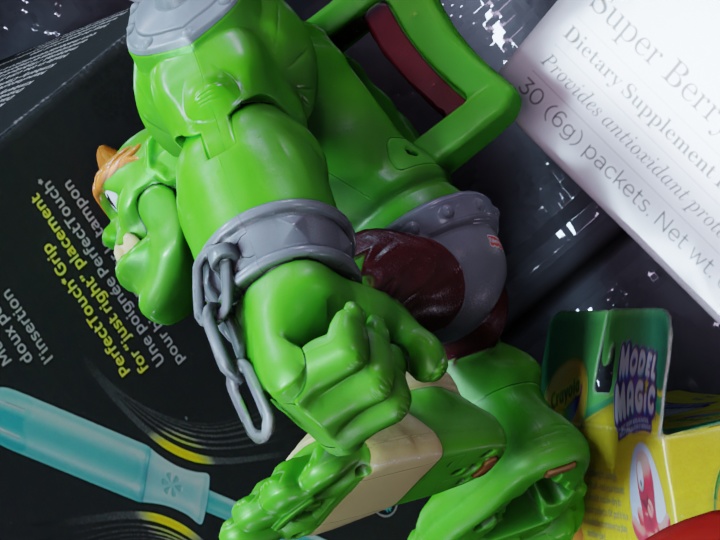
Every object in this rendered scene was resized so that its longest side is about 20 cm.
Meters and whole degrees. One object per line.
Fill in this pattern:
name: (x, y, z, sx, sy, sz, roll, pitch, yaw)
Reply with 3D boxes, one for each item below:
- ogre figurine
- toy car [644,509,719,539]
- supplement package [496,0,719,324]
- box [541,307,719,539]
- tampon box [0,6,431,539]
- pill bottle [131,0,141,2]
ogre figurine: (0.000, 0.000, 0.675, 0.098, 0.200, 0.120, -34, 68, 28)
toy car: (0.098, 0.116, 0.597, 0.149, 0.200, 0.176, 29, 71, 8)
supplement package: (0.149, -0.078, 0.698, 0.121, 0.120, 0.200, 45, 109, 14)
box: (0.089, 0.106, 0.744, 0.048, 0.117, 0.201, -12, 92, -12)
tampon box: (-0.095, 0.049, 0.735, 0.126, 0.200, 0.150, -17, 109, 44)
pill bottle: (-0.103, -0.147, 0.805, 0.199, 0.109, 0.110, 28, 105, 18)
